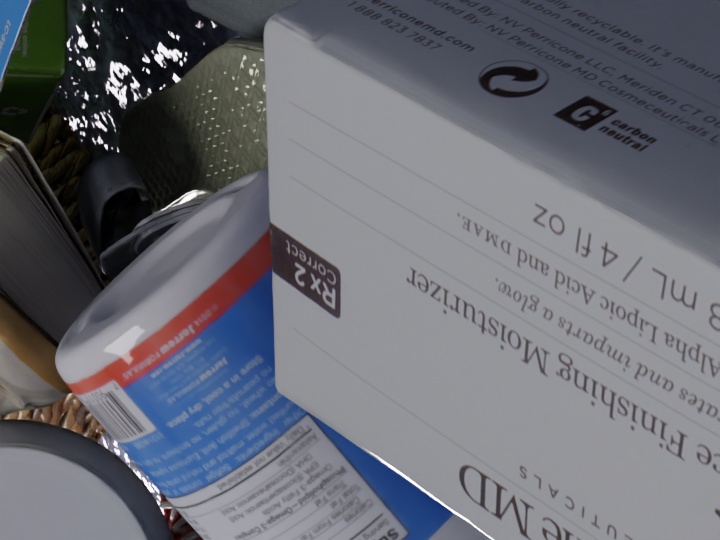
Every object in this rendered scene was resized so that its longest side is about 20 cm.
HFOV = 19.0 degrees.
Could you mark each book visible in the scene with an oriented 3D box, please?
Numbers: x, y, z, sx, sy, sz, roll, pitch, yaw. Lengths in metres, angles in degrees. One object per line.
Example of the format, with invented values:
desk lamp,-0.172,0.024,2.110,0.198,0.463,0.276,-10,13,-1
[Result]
book,-0.198,-0.029,0.926,0.200,0.048,0.134,25,156,35

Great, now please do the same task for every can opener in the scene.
can opener,-0.082,0.006,0.951,0.067,0.053,0.200,61,173,20

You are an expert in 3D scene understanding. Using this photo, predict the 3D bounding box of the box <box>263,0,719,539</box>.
box,0.109,-0.013,0.603,0.199,0.200,0.131,31,135,38

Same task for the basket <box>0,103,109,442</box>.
basket,-0.204,0.021,1.100,0.149,0.142,0.200,52,145,14

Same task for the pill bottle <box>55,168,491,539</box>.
pill bottle,-0.009,0.070,0.792,0.200,0.112,0.112,49,149,-12

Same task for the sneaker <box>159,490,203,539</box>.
sneaker,-0.067,0.131,1.045,0.201,0.087,0.074,59,146,5

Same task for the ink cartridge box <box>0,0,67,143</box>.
ink cartridge box,-0.184,-0.129,0.980,0.200,0.075,0.148,138,132,-69

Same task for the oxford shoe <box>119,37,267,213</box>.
oxford shoe,-0.040,-0.057,0.892,0.200,0.058,0.076,-6,93,63

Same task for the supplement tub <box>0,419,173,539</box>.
supplement tub,-0.152,0.138,0.931,0.145,0.144,0.200,61,171,1

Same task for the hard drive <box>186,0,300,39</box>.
hard drive,0.000,-0.136,0.814,0.200,0.033,0.140,30,135,40

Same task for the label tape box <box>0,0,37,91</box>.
label tape box,-0.119,-0.181,0.784,0.200,0.063,0.144,58,134,35

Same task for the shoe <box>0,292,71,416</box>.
shoe,-0.162,0.040,0.873,0.070,0.053,0.200,40,166,-15
